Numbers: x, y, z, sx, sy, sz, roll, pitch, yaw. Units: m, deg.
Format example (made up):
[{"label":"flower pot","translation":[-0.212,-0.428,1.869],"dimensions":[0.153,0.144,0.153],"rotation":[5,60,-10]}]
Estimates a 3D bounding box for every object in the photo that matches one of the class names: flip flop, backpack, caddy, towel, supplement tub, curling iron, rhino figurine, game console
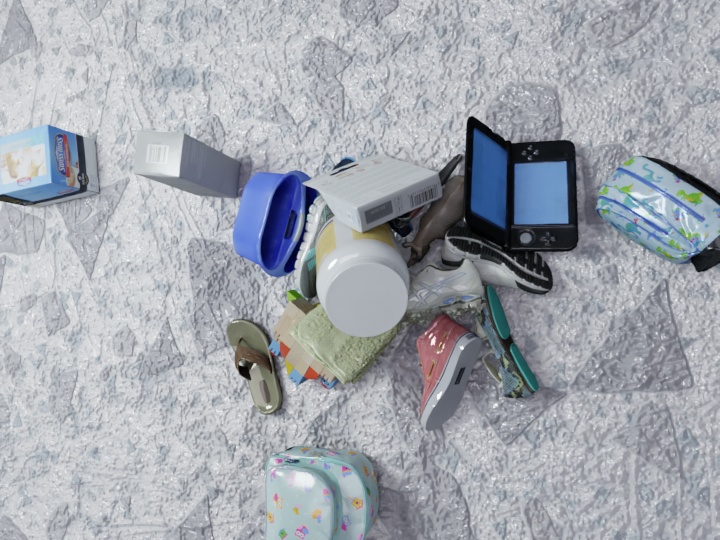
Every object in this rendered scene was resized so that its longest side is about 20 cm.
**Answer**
[{"label":"flip flop","translation":[-0.214,0.189,1.010],"dimensions":[0.081,0.058,0.201],"rotation":[-22,81,15]},{"label":"backpack","translation":[-0.071,0.409,0.908],"dimensions":[0.198,0.153,0.177],"rotation":[-2,81,11]},{"label":"caddy","translation":[-0.149,-0.090,0.954],"dimensions":[0.104,0.141,0.201],"rotation":[16,93,30]},{"label":"towel","translation":[-0.012,0.095,0.901],"dimensions":[0.148,0.200,0.037],"rotation":[38,143,14]},{"label":"supplement tub","translation":[0.000,0.000,0.819],"dimensions":[0.144,0.200,0.146],"rotation":[-2,117,-4]},{"label":"backpack","translation":[0.459,-0.086,0.764],"dimensions":[0.154,0.163,0.201],"rotation":[-40,70,27]},{"label":"curling iron","translation":[0.118,-0.145,0.886],"dimensions":[0.049,0.026,0.200],"rotation":[21,59,41]},{"label":"rhino figurine","translation":[0.136,-0.084,0.897],"dimensions":[0.060,0.087,0.200],"rotation":[40,99,16]},{"label":"game console","translation":[0.261,-0.141,0.823],"dimensions":[0.175,0.116,0.202],"rotation":[1,72,17]}]

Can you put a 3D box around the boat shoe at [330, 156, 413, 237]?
[{"label":"boat shoe","translation":[0.016,-0.123,0.947],"dimensions":[0.069,0.084,0.200],"rotation":[-39,62,-7]}]

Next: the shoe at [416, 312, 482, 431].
[{"label":"shoe","translation":[0.137,0.177,0.899],"dimensions":[0.091,0.071,0.201],"rotation":[40,119,45]}]

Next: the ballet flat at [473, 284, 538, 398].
[{"label":"ballet flat","translation":[0.229,0.125,0.866],"dimensions":[0.074,0.074,0.201],"rotation":[-24,81,15]}]

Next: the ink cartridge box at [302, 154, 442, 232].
[{"label":"ink cartridge box","translation":[0.014,-0.137,0.860],"dimensions":[0.159,0.200,0.048],"rotation":[-26,121,-21]}]

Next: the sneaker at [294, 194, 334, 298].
[{"label":"sneaker","translation":[-0.064,-0.035,0.955],"dimensions":[0.091,0.078,0.201],"rotation":[19,106,16]}]

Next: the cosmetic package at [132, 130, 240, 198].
[{"label":"cosmetic package","translation":[-0.330,-0.201,0.994],"dimensions":[0.106,0.200,0.091],"rotation":[7,91,15]}]

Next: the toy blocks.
[{"label":"toy blocks","translation":[-0.098,0.153,0.967],"dimensions":[0.200,0.100,0.137],"rotation":[38,110,17]}]

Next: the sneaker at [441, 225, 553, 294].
[{"label":"sneaker","translation":[0.232,-0.008,0.882],"dimensions":[0.199,0.080,0.074],"rotation":[25,51,6]}]

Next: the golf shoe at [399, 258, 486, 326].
[{"label":"golf shoe","translation":[0.107,0.038,0.861],"dimensions":[0.199,0.078,0.098],"rotation":[-11,72,16]}]

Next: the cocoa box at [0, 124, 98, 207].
[{"label":"cocoa box","translation":[-0.723,-0.230,1.154],"dimensions":[0.198,0.131,0.134],"rotation":[-8,85,17]}]
